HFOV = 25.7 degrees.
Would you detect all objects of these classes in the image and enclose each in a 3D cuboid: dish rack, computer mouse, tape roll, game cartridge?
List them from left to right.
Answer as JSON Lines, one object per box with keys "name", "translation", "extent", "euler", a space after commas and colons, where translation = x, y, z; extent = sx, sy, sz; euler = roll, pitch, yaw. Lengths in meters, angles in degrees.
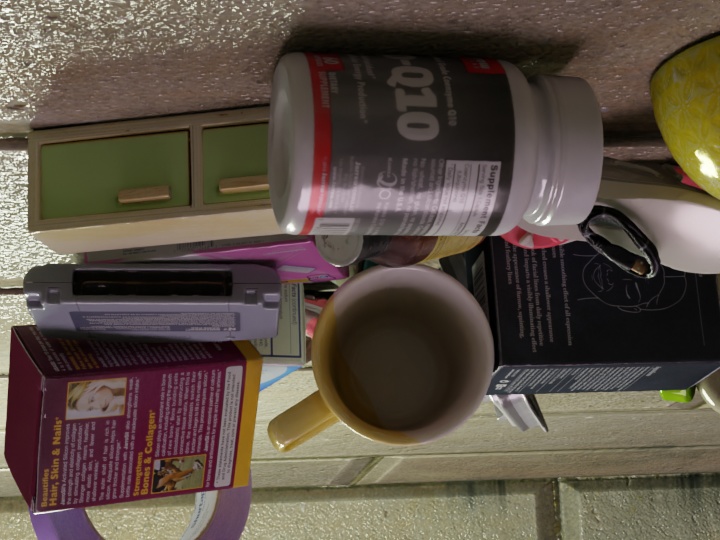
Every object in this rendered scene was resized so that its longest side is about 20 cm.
{"name": "tape roll", "translation": [-0.203, 0.200, 1.457], "extent": [0.198, 0.202, 0.066], "euler": [4, 165, -25]}
{"name": "game cartridge", "translation": [-0.164, 0.028, 1.271], "extent": [0.198, 0.042, 0.133], "euler": [0, 168, -5]}
{"name": "dish rack", "translation": [0.119, 0.071, 1.492], "extent": [0.043, 0.173, 0.200], "euler": [-23, 162, 5]}
{"name": "computer mouse", "translation": [0.125, -0.042, 1.141], "extent": [0.199, 0.034, 0.059], "euler": [26, 141, 8]}

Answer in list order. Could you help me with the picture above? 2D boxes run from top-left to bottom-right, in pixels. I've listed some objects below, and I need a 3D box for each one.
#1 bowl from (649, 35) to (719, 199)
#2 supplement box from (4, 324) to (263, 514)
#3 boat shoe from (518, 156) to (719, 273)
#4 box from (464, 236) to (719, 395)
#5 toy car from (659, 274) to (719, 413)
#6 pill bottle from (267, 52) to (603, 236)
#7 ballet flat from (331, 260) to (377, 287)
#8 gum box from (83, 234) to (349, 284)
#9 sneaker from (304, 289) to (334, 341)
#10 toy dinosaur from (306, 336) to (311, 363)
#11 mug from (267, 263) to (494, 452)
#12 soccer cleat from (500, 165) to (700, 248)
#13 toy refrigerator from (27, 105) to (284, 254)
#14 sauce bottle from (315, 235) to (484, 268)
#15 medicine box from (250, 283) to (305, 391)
{"name": "bowl", "translation": [0.296, -0.083, 1.054], "extent": [0.198, 0.109, 0.200], "euler": [-2, 166, -1]}
{"name": "supplement box", "translation": [-0.197, 0.119, 1.360], "extent": [0.198, 0.132, 0.103], "euler": [-3, -155, -28]}
{"name": "boat shoe", "translation": [0.205, -0.051, 1.162], "extent": [0.198, 0.069, 0.072], "euler": [8, 137, 25]}
{"name": "box", "translation": [0.197, 0.022, 1.353], "extent": [0.198, 0.150, 0.107], "euler": [0, 163, -8]}
{"name": "toy car", "translation": [0.412, 0.070, 1.633], "extent": [0.163, 0.159, 0.200], "euler": [5, -178, 23]}
{"name": "pill bottle", "translation": [0.046, -0.079, 1.007], "extent": [0.198, 0.115, 0.114], "euler": [0, 166, -13]}
{"name": "ballet flat", "translation": [0.000, 0.000, 1.428], "extent": [0.069, 0.070, 0.200], "euler": [-6, 166, 12]}
{"name": "gum box", "translation": [-0.119, -0.028, 1.267], "extent": [0.198, 0.067, 0.114], "euler": [-6, 164, 13]}
{"name": "sneaker", "translation": [-0.015, 0.071, 1.553], "extent": [0.199, 0.088, 0.073], "euler": [15, -173, 42]}
{"name": "toy dinosaur", "translation": [0.011, 0.071, 1.719], "extent": [0.199, 0.078, 0.102], "euler": [2, 178, -39]}
{"name": "mug", "translation": [0.013, 0.080, 1.348], "extent": [0.185, 0.151, 0.153], "euler": [0, 170, -2]}
{"name": "soccer cleat", "translation": [0.201, -0.054, 1.275], "extent": [0.198, 0.067, 0.077], "euler": [-6, -162, -11]}
{"name": "toy refrigerator", "translation": [-0.131, -0.064, 1.110], "extent": [0.198, 0.077, 0.070], "euler": [-4, 166, 8]}
{"name": "sauce bottle", "translation": [0.032, -0.036, 1.174], "extent": [0.066, 0.067, 0.199], "euler": [-12, 179, 32]}
{"name": "medicine box", "translation": [-0.174, 0.058, 1.527], "extent": [0.198, 0.104, 0.182], "euler": [3, 165, -20]}
